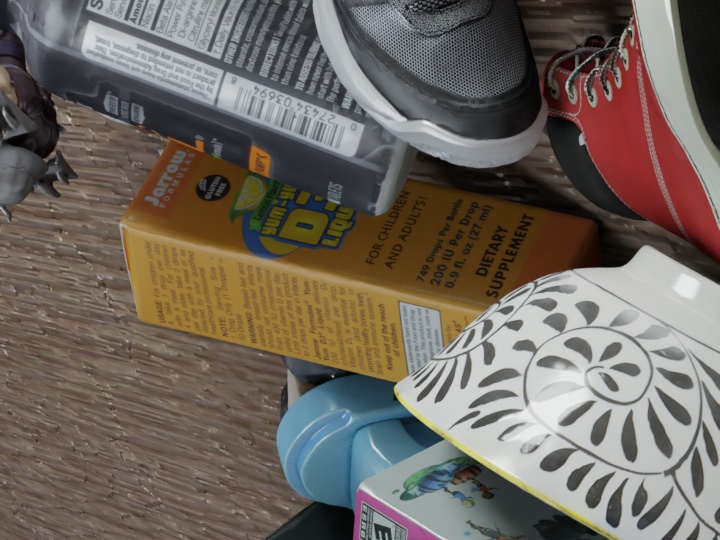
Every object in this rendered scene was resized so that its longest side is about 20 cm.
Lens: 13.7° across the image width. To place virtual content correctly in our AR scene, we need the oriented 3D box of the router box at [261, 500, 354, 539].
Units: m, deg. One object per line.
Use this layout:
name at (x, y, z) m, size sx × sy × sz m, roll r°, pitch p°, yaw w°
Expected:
router box at (0.023, 0.167, 1.402) m, size 0.150 × 0.200 × 0.062 m, roll 53°, pitch 150°, yaw 2°

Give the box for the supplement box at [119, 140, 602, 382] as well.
supplement box at (0.000, 0.000, 1.283) m, size 0.200 × 0.067 × 0.069 m, roll 11°, pitch 141°, yaw 20°

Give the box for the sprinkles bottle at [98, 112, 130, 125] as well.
sprinkles bottle at (-0.103, -0.101, 1.368) m, size 0.068 × 0.068 × 0.200 m, roll 57°, pitch 177°, yaw -6°

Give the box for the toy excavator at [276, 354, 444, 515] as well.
toy excavator at (0.068, 0.098, 1.326) m, size 0.100 × 0.194 × 0.200 m, roll 93°, pitch 164°, yaw -57°

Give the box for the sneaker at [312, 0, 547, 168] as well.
sneaker at (0.017, -0.140, 1.107) m, size 0.200 × 0.075 × 0.114 m, roll 64°, pitch 160°, yaw 20°

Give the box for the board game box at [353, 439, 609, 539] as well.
board game box at (0.083, 0.172, 1.124) m, size 0.200 × 0.064 × 0.148 m, roll 28°, pitch 127°, yaw 38°

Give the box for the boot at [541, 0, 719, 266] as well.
boot at (0.101, -0.082, 1.070) m, size 0.144 × 0.072 × 0.200 m, roll 32°, pitch 152°, yaw 45°

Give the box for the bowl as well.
bowl at (0.121, 0.052, 1.103) m, size 0.201 × 0.094 × 0.201 m, roll 28°, pitch -175°, yaw -3°

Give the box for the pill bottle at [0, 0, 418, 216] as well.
pill bottle at (-0.064, -0.104, 1.212) m, size 0.200 × 0.106 × 0.106 m, roll 21°, pitch 152°, yaw 4°

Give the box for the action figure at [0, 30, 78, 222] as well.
action figure at (-0.180, -0.115, 1.461) m, size 0.130 × 0.069 × 0.200 m, roll 82°, pitch -176°, yaw -69°
